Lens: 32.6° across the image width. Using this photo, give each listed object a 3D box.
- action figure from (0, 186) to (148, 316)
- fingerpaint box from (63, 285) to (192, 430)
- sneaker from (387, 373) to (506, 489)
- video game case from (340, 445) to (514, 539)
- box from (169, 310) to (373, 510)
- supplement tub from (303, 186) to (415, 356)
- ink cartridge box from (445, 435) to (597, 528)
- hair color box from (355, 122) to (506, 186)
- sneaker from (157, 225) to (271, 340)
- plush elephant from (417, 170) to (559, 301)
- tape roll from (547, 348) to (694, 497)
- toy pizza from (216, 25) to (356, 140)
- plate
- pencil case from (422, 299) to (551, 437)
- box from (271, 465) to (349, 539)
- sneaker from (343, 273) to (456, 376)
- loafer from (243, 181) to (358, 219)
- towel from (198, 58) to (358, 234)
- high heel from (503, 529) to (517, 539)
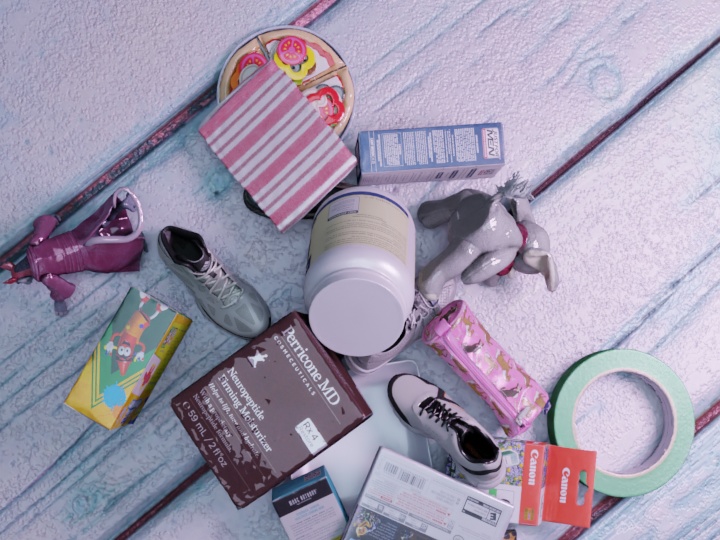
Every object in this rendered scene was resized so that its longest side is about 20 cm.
[{"bbox_3d":[-0.380,-0.018,1.641,0.198,0.149,0.136,-22,93,-18],"label":"action figure"},{"bbox_3d":[-0.298,0.114,1.602,0.073,0.200,0.168,29,85,0],"label":"fingerpaint box"},{"bbox_3d":[0.117,0.200,1.631,0.199,0.080,0.074,39,71,18],"label":"sneaker"},{"bbox_3d":[0.080,0.354,1.619,0.198,0.023,0.184,24,85,-4],"label":"video game case"},{"bbox_3d":[-0.111,0.177,1.595,0.199,0.164,0.167,-36,84,2],"label":"box"},{"bbox_3d":[0.000,0.000,1.607,0.143,0.201,0.147,2,126,2],"label":"supplement tub"},{"bbox_3d":[0.214,0.285,1.665,0.197,0.050,0.111,5,87,17],"label":"ink cartridge box"},{"bbox_3d":[0.093,-0.159,1.694,0.197,0.100,0.062,-4,85,-4],"label":"hair color box"},{"bbox_3d":[-0.202,0.017,1.657,0.200,0.115,0.076,44,85,0],"label":"sneaker"},{"bbox_3d":[0.188,-0.036,1.677,0.199,0.166,0.154,-33,129,26],"label":"plush elephant"},{"bbox_3d":[0.360,0.210,1.709,0.197,0.048,0.204,0,86,-4],"label":"tape roll"},{"bbox_3d":[-0.103,-0.245,1.723,0.197,0.032,0.204,0,86,-3],"label":"toy pizza"},{"bbox_3d":[-0.005,0.235,1.694,0.197,0.032,0.203,-8,85,-3],"label":"plate"},{"bbox_3d":[0.168,0.131,1.663,0.200,0.086,0.083,48,69,-13],"label":"pencil case"},{"bbox_3d":[-0.043,0.370,1.649,0.081,0.049,0.202,-24,101,0],"label":"box"},{"bbox_3d":[0.067,0.067,1.675,0.075,0.082,0.200,44,68,1],"label":"sneaker"},{"bbox_3d":[-0.064,-0.103,1.699,0.197,0.063,0.073,5,84,-3],"label":"loafer"},{"bbox_3d":[-0.113,-0.170,1.677,0.146,0.030,0.201,-41,78,6],"label":"towel"},{"bbox_3d":[0.112,0.355,1.671,0.143,0.071,0.200,-46,102,-3],"label":"high heel"}]
